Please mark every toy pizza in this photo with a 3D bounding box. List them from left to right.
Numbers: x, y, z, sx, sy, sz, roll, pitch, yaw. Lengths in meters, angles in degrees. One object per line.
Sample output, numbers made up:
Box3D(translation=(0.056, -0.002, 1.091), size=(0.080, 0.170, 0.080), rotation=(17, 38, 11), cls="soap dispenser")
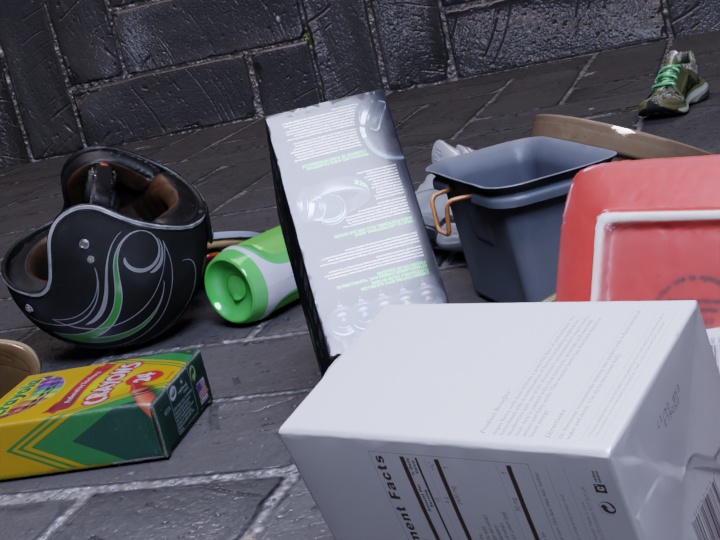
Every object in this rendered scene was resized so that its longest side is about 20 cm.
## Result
Box3D(translation=(-0.204, -0.009, 1.516), size=(0.200, 0.032, 0.200), rotation=(-11, -7, -1), cls="toy pizza")

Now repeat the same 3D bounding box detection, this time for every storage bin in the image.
Box3D(translation=(0.145, -0.034, 1.160), size=(0.145, 0.134, 0.200), rotation=(-16, 13, -13), cls="storage bin")

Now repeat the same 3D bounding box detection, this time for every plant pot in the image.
Box3D(translation=(0.260, -0.087, 1.274), size=(0.201, 0.093, 0.201), rotation=(15, 2, -1), cls="plant pot")

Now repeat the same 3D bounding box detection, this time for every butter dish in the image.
Box3D(translation=(0.228, 0.041, 0.763), size=(0.200, 0.200, 0.148), rotation=(0, -11, 38), cls="butter dish")

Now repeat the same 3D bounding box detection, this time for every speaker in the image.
Box3D(translation=(-0.073, -0.011, 1.376), size=(0.088, 0.089, 0.200), rotation=(-1, 19, 41), cls="speaker")

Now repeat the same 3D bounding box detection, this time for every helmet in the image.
Box3D(translation=(-0.264, -0.011, 1.334), size=(0.200, 0.191, 0.200), rotation=(20, 28, -11), cls="helmet")

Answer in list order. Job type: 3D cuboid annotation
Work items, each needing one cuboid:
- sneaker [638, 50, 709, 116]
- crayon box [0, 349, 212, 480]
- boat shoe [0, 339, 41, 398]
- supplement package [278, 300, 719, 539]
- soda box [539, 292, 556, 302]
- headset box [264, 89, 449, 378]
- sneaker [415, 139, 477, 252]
Box3D(translation=(0.473, -0.289, 1.963), size=(0.077, 0.089, 0.200), rotation=(-4, 17, 32), cls="sneaker")
Box3D(translation=(-0.239, 0.122, 1.069), size=(0.200, 0.051, 0.127), rotation=(-10, 15, 13), cls="crayon box")
Box3D(translation=(-0.399, 0.100, 1.272), size=(0.200, 0.072, 0.072), rotation=(-15, 14, 17), cls="boat shoe")
Box3D(translation=(0.082, 0.097, 0.681), size=(0.200, 0.120, 0.121), rotation=(-1, 34, 39), cls="supplement package")
Box3D(translation=(0.112, 0.078, 0.893), size=(0.068, 0.064, 0.200), rotation=(1, 20, 45), cls="soda box")
Box3D(translation=(0.000, 0.000, 0.949), size=(0.093, 0.200, 0.174), rotation=(-14, -20, -5), cls="headset box")
Box3D(translation=(0.083, -0.082, 1.417), size=(0.075, 0.115, 0.200), rotation=(10, -2, -42), cls="sneaker")
